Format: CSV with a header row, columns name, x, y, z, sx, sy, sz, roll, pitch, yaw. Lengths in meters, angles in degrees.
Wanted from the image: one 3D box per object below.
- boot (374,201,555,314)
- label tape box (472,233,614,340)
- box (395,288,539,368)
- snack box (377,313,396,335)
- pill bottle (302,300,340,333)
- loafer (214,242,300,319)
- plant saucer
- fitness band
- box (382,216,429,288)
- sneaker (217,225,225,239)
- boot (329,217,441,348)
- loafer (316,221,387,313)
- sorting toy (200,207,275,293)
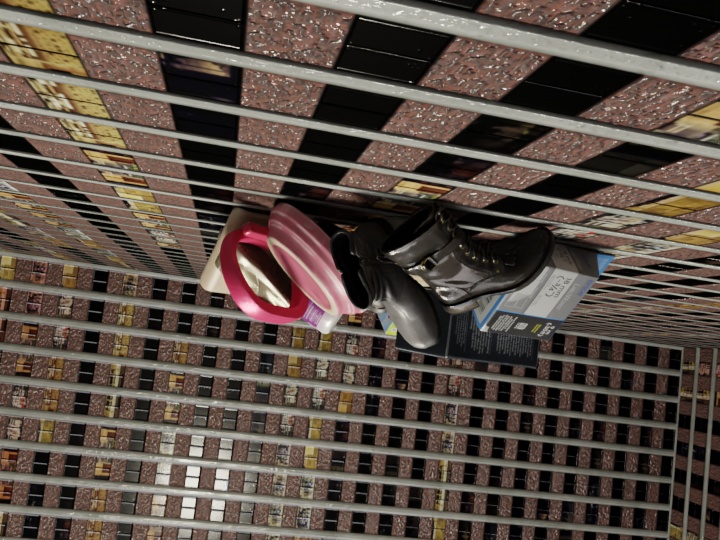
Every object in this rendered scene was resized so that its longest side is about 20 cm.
name,x,y,z,sx,sy,sz,roll,pitch,yaw
boot,0.138,-0.030,0.960,0.198,0.070,0.174,-33,132,17
label tape box,0.287,0.034,1.128,0.196,0.064,0.145,10,130,-24
box,0.182,0.095,1.243,0.197,0.109,0.148,10,175,-31
snack box,0.154,0.049,1.367,0.197,0.170,0.068,9,-141,-33
pill bottle,-0.114,0.022,1.421,0.198,0.113,0.112,35,176,4
loafer,-0.163,0.016,1.209,0.067,0.076,0.201,-24,130,19
plant saucer,-0.069,-0.006,1.080,0.200,0.051,0.201,43,165,15
fitness band,-0.142,0.007,1.127,0.037,0.146,0.199,-19,164,23
box,0.102,-0.022,1.133,0.093,0.079,0.199,6,174,24
sneaker,-0.158,-0.045,1.331,0.198,0.076,0.089,21,174,-39
boot,0.028,0.032,0.988,0.069,0.202,0.131,-30,-179,28
loafer,-0.015,-0.020,1.140,0.199,0.073,0.072,38,164,29
sorting toy,-0.150,-0.023,1.250,0.197,0.037,0.186,12,132,-28
